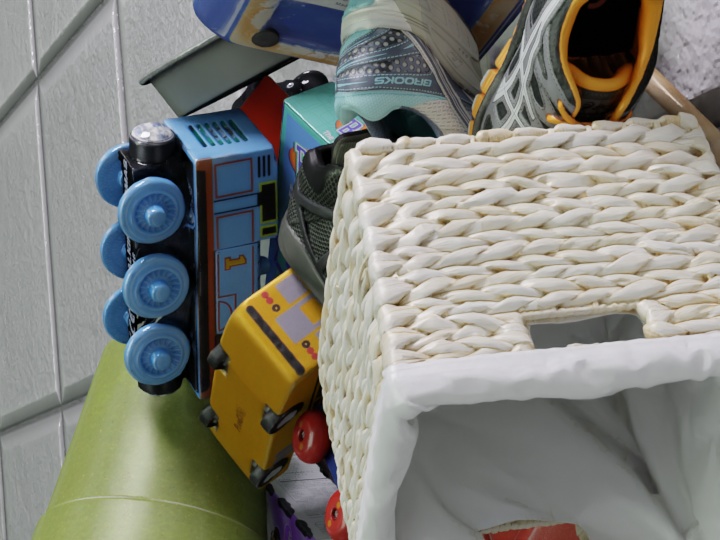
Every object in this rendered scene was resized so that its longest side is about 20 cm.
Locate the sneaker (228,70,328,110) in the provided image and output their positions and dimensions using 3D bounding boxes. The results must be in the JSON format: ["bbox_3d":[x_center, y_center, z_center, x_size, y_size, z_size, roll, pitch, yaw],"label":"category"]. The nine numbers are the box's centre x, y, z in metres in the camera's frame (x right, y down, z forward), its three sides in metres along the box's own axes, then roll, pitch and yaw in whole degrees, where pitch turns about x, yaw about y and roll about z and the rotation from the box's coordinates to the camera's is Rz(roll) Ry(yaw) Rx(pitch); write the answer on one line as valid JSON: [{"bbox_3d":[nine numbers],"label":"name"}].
[{"bbox_3d":[-0.046,-0.111,1.490,0.199,0.071,0.083,19,85,55],"label":"sneaker"}]

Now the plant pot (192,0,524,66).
[{"bbox_3d":[0.012,-0.222,1.111,0.200,0.198,0.182,133,143,-59],"label":"plant pot"}]

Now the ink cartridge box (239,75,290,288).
[{"bbox_3d":[-0.055,-0.034,1.433,0.163,0.057,0.200,45,158,-3],"label":"ink cartridge box"}]

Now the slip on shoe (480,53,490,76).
[{"bbox_3d":[0.032,-0.105,1.306,0.200,0.061,0.075,177,92,-67],"label":"slip on shoe"}]

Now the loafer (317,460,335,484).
[{"bbox_3d":[0.002,0.139,1.402,0.200,0.071,0.064,-136,44,-57],"label":"loafer"}]

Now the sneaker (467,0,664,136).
[{"bbox_3d":[0.104,-0.086,1.000,0.077,0.077,0.202,-109,23,-54],"label":"sneaker"}]

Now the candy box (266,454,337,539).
[{"bbox_3d":[-0.043,0.240,1.520,0.200,0.071,0.170,-144,55,-63],"label":"candy box"}]

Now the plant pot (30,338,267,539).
[{"bbox_3d":[-0.140,0.151,1.460,0.200,0.198,0.192,129,153,-59],"label":"plant pot"}]

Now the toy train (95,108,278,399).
[{"bbox_3d":[-0.113,-0.009,1.351,0.087,0.113,0.202,-129,34,-55],"label":"toy train"}]

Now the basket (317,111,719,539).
[{"bbox_3d":[0.086,0.051,0.978,0.201,0.196,0.162,96,165,-49],"label":"basket"}]

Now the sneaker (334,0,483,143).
[{"bbox_3d":[0.050,-0.063,1.092,0.077,0.200,0.087,-10,51,44],"label":"sneaker"}]

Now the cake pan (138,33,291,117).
[{"bbox_3d":[-0.055,-0.159,1.370,0.037,0.199,0.200,62,159,-5],"label":"cake pan"}]

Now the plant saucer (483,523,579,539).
[{"bbox_3d":[0.096,0.080,1.197,0.200,0.036,0.201,112,149,-47],"label":"plant saucer"}]

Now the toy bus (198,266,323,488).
[{"bbox_3d":[-0.054,0.073,1.319,0.065,0.078,0.200,48,159,14],"label":"toy bus"}]

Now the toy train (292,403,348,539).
[{"bbox_3d":[0.037,0.123,1.211,0.116,0.084,0.201,-63,34,30],"label":"toy train"}]

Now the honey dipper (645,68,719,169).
[{"bbox_3d":[0.146,-0.101,1.049,0.200,0.038,0.038,-122,36,-48],"label":"honey dipper"}]

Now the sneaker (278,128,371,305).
[{"bbox_3d":[0.022,-0.009,1.177,0.200,0.076,0.115,51,146,36],"label":"sneaker"}]

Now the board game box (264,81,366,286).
[{"bbox_3d":[0.000,0.000,1.332,0.152,0.045,0.201,45,144,33],"label":"board game box"}]
